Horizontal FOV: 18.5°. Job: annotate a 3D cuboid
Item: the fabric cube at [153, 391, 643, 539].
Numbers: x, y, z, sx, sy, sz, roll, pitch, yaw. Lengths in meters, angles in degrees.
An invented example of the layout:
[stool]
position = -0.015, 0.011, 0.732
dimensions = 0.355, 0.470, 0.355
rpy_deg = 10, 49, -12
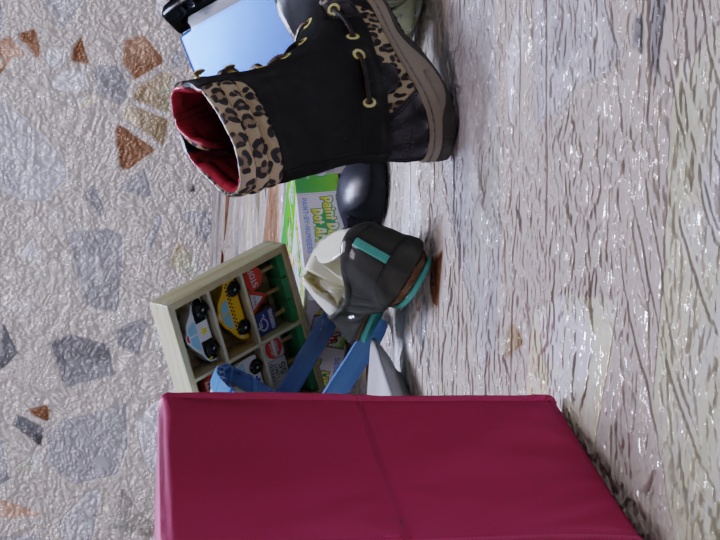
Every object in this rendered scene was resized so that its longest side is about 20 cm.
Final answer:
[fabric cube]
position = 0.005, 0.174, 0.973
dimensions = 0.199, 0.199, 0.197
rpy_deg = -113, 24, -73

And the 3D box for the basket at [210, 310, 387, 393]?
[basket]
position = -0.049, 0.111, 1.678
dimensions = 0.200, 0.139, 0.176
rpy_deg = -55, 9, -2

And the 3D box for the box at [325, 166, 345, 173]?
[box]
position = -0.050, -0.178, 1.728
dimensions = 0.060, 0.116, 0.201
rpy_deg = 102, 166, -70

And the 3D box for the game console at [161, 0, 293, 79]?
[game console]
position = -0.038, -0.204, 1.624
dimensions = 0.200, 0.118, 0.171
rpy_deg = -21, 31, 42

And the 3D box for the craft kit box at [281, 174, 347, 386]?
[craft kit box]
position = -0.042, 0.029, 1.922
dimensions = 0.200, 0.048, 0.198
rpy_deg = -98, 14, -47

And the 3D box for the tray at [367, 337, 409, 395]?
[tray]
position = 0.026, 0.131, 1.479
dimensions = 0.200, 0.022, 0.108
rpy_deg = -108, 21, -68

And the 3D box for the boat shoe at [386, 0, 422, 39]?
[boat shoe]
position = 0.009, -0.189, 1.456
dimensions = 0.062, 0.072, 0.201
rpy_deg = -96, 12, -50

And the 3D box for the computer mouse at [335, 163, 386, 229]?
[computer mouse]
position = -0.009, -0.042, 1.709
dimensions = 0.200, 0.034, 0.059
rpy_deg = 111, 157, -70

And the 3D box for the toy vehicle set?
[toy vehicle set]
position = -0.089, 0.091, 1.782
dimensions = 0.026, 0.124, 0.201
rpy_deg = 11, 123, 49

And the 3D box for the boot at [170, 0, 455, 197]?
[boot]
position = -0.047, -0.121, 1.380
dimensions = 0.200, 0.150, 0.073
rpy_deg = 54, 150, 38

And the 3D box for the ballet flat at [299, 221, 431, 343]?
[ballet flat]
position = 0.000, 0.000, 1.497
dimensions = 0.068, 0.068, 0.200
rpy_deg = -61, 3, -15
